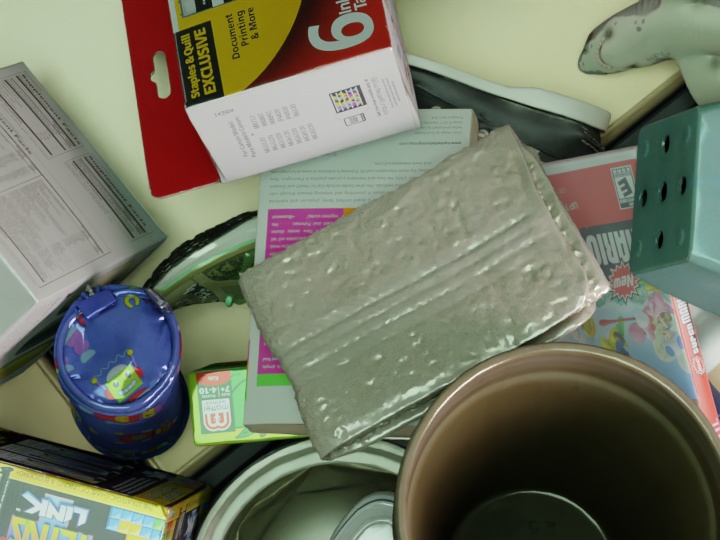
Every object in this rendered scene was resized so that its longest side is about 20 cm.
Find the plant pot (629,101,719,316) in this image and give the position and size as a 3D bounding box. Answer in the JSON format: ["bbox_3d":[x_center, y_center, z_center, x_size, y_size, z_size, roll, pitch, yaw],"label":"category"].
[{"bbox_3d":[0.267,-0.035,1.621,0.199,0.141,0.142,8,82,-17],"label":"plant pot"}]

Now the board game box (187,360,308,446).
[{"bbox_3d":[-0.002,0.076,1.752,0.199,0.102,0.048,-5,90,5],"label":"board game box"}]

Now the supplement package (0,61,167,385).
[{"bbox_3d":[-0.250,-0.012,1.705,0.152,0.200,0.151,-42,87,22],"label":"supplement package"}]

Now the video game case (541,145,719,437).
[{"bbox_3d":[0.146,0.030,1.707,0.143,0.017,0.201,-9,98,48],"label":"video game case"}]

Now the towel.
[{"bbox_3d":[0.038,0.012,1.642,0.199,0.034,0.133,-28,67,2],"label":"towel"}]

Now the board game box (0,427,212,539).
[{"bbox_3d":[-0.188,0.144,1.720,0.165,0.200,0.057,16,91,5],"label":"board game box"}]

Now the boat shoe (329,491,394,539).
[{"bbox_3d":[-0.007,0.235,1.701,0.073,0.065,0.201,15,93,4],"label":"boat shoe"}]

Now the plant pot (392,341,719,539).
[{"bbox_3d":[0.112,0.163,1.633,0.199,0.174,0.201,1,71,-3],"label":"plant pot"}]

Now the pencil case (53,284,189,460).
[{"bbox_3d":[-0.147,0.063,1.718,0.078,0.200,0.087,-21,78,-7],"label":"pencil case"}]

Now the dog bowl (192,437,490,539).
[{"bbox_3d":[-0.009,0.202,1.770,0.199,0.074,0.201,0,91,5],"label":"dog bowl"}]

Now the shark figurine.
[{"bbox_3d":[0.256,-0.143,1.742,0.214,0.090,0.129,26,127,12],"label":"shark figurine"}]

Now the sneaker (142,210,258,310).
[{"bbox_3d":[-0.056,0.005,1.774,0.199,0.077,0.089,-26,97,7],"label":"sneaker"}]

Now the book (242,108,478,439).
[{"bbox_3d":[0.000,0.000,1.692,0.133,0.048,0.201,1,75,11],"label":"book"}]

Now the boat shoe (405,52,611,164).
[{"bbox_3d":[0.057,-0.097,1.761,0.199,0.074,0.061,15,88,-4],"label":"boat shoe"}]

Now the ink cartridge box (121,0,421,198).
[{"bbox_3d":[-0.070,-0.162,1.713,0.175,0.084,0.201,-17,53,5],"label":"ink cartridge box"}]

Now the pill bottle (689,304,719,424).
[{"bbox_3d":[0.247,0.076,1.725,0.111,0.111,0.200,-40,88,5],"label":"pill bottle"}]
